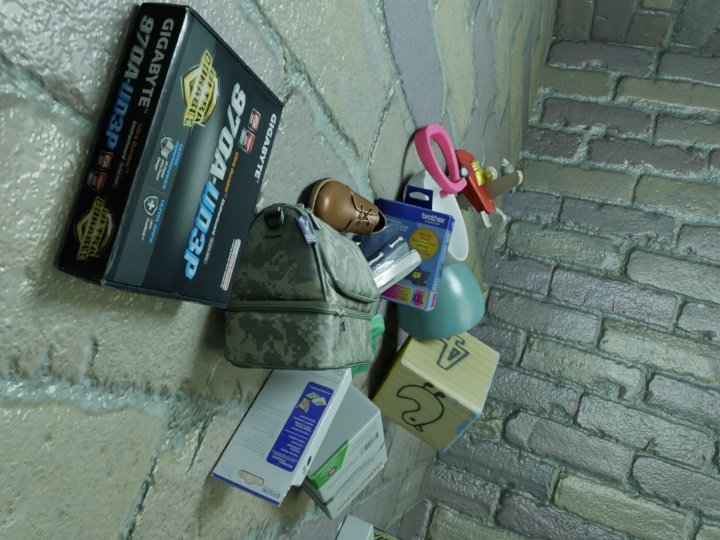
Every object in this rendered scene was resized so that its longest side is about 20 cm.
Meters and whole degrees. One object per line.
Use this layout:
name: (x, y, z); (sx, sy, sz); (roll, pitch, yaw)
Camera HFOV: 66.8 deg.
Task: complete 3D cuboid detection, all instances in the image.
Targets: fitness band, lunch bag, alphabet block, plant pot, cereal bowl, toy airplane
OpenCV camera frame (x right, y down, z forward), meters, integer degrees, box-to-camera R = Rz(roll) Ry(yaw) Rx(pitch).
fitness band: (0.164, -0.224, 1.105); (0.145, 0.037, 0.200); (66, 26, -7)
lunch bag: (-0.060, 0.025, 0.627); (0.200, 0.137, 0.171); (24, 65, -71)
alphabet block: (0.169, 0.246, 1.238); (0.197, 0.198, 0.197); (-53, 172, -49)
plant pot: (0.165, 0.033, 1.192); (0.201, 0.197, 0.136); (-52, 136, -48)
cereal bowl: (0.142, -0.101, 1.109); (0.200, 0.082, 0.203); (40, 39, -42)
toy airplane: (0.315, -0.209, 1.402); (0.141, 0.198, 0.201); (-47, 149, -30)

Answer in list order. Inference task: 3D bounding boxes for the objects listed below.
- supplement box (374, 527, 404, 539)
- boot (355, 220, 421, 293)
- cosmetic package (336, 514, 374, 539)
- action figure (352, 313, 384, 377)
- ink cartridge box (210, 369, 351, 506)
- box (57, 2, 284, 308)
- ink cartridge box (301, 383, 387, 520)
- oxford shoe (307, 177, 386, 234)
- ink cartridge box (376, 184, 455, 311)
supplement box: (0.033, 0.823, 1.449); (0.200, 0.132, 0.203); (36, 69, -69)
boot: (0.000, 0.000, 0.879); (0.199, 0.091, 0.073); (-32, 165, -29)
cosmetic package: (-0.038, 0.680, 1.241); (0.201, 0.070, 0.103); (-55, 152, -45)
action figure: (-0.033, 0.149, 0.898); (0.199, 0.054, 0.120); (-26, 130, -57)
ink cartridge box: (-0.093, 0.194, 0.693); (0.040, 0.098, 0.201); (86, 27, -46)
box: (-0.140, -0.078, 0.445); (0.159, 0.045, 0.203); (29, 75, -70)
ink cartridge box: (-0.036, 0.298, 0.893); (0.146, 0.083, 0.202); (-39, 145, -25)
oxford shoe: (-0.013, -0.084, 0.765); (0.199, 0.070, 0.073); (-3, 108, -68)
ink cartridge box: (0.084, -0.044, 0.965); (0.076, 0.134, 0.203); (2, 102, -76)
